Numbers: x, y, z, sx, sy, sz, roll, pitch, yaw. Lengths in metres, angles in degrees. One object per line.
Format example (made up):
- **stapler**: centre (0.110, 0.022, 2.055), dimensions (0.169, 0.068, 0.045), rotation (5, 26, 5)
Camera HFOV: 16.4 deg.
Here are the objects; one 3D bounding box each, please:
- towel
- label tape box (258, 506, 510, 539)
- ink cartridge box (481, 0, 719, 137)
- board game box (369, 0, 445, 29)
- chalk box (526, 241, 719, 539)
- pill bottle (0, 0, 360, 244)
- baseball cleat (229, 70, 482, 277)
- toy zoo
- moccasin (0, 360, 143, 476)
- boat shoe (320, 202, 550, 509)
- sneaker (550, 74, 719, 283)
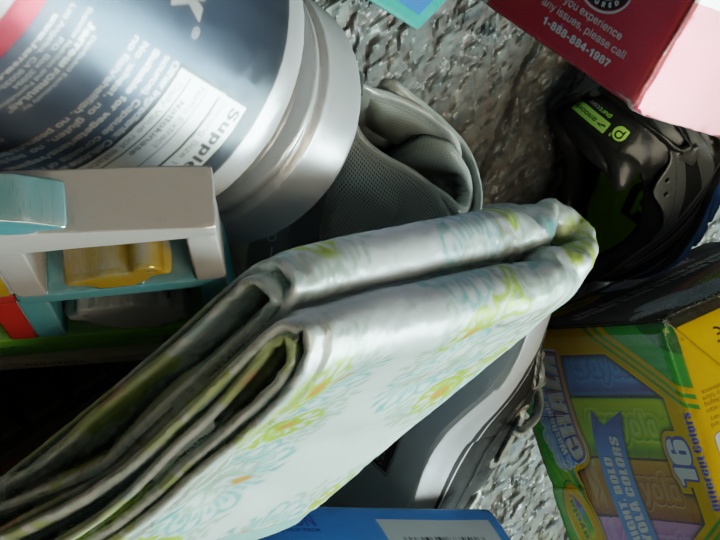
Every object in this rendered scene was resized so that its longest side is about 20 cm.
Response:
- **towel**: centre (-0.023, 0.045, 0.856), dimensions (0.171, 0.048, 0.200), rotation (-38, 167, 30)
- **label tape box**: centre (-0.033, 0.189, 1.060), dimensions (0.144, 0.063, 0.200), rotation (6, 129, -40)
- **ink cartridge box**: centre (0.133, -0.168, 0.902), dimensions (0.144, 0.145, 0.201), rotation (9, 115, -52)
- **board game box**: centre (0.046, -0.173, 0.755), dimensions (0.200, 0.045, 0.152), rotation (-46, 159, 11)
- **chalk box**: centre (0.153, 0.062, 1.112), dimensions (0.124, 0.200, 0.124), rotation (-21, 95, -21)
- **pill bottle**: centre (-0.087, -0.079, 0.759), dimensions (0.120, 0.120, 0.200), rotation (-54, 146, 5)
- **baseball cleat**: centre (0.000, 0.000, 0.945), dimensions (0.200, 0.106, 0.070), rotation (66, 25, -53)
- **toy zoo**: centre (-0.105, 0.000, 0.766), dimensions (0.130, 0.021, 0.200), rotation (-4, 166, 0)
- **moccasin**: centre (-0.153, 0.086, 0.888), dimensions (0.201, 0.073, 0.078), rotation (-34, 136, -38)
- **boat shoe**: centre (0.045, 0.051, 1.072), dimensions (0.068, 0.074, 0.200), rotation (-15, 135, -44)
- **sneaker**: centre (0.129, -0.073, 1.052), dimensions (0.083, 0.071, 0.200), rotation (-21, 140, -44)
